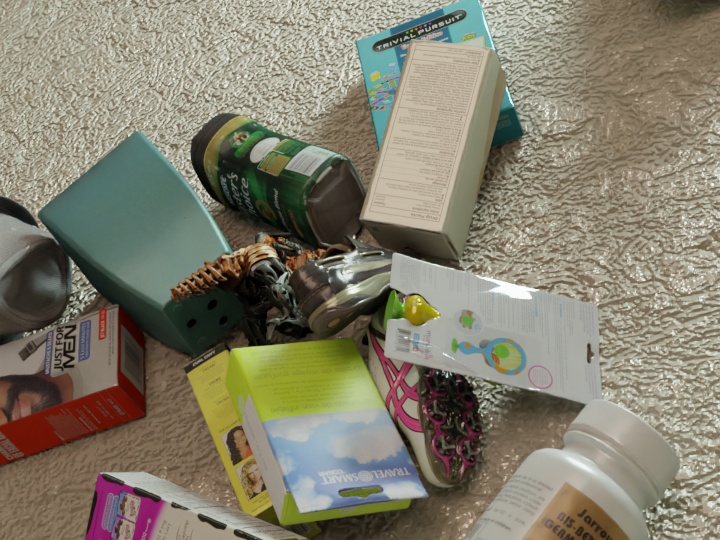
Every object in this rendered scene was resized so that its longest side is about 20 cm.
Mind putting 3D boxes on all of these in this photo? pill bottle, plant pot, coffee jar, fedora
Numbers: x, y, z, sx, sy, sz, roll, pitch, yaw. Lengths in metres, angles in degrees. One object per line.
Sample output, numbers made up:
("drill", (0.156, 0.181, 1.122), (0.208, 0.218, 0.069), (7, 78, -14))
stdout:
("pill bottle", (0.156, 0.204, 1.052), (0.114, 0.115, 0.200), (26, 67, 40))
("plant pot", (-0.205, -0.016, 1.406), (0.141, 0.142, 0.200), (-41, 49, -11))
("coffee jar", (-0.091, -0.097, 1.441), (0.199, 0.105, 0.085), (25, 63, 40))
("fedora", (-0.374, 0.010, 1.433), (0.090, 0.200, 0.178), (7, 93, 26))

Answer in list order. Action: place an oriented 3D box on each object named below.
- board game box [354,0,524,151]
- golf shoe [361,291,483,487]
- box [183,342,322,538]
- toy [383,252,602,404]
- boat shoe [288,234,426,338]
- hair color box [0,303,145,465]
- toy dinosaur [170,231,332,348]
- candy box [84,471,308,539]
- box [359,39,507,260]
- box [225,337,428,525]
("board game box", (0.083, -0.201, 1.482), (0.150, 0.047, 0.201), (-19, 46, 10))
("golf shoe", (0.052, 0.115, 1.224), (0.092, 0.072, 0.201), (-44, 42, 33))
("box", (-0.101, 0.161, 1.247), (0.050, 0.075, 0.200), (-32, 46, 0))
("toy", (0.114, 0.062, 1.204), (0.199, 0.047, 0.116), (16, 49, -12))
("boat shoe", (0.000, 0.000, 1.265), (0.074, 0.200, 0.073), (-40, 83, 25))
("hair color box", (-0.324, 0.122, 1.399), (0.199, 0.064, 0.111), (-21, 47, 11))
("toy dinosaur", (-0.090, 0.022, 1.315), (0.199, 0.102, 0.136), (-14, 64, -19))
("candy box", (-0.148, 0.263, 1.149), (0.199, 0.061, 0.137), (15, 94, 36))
("box", (0.075, -0.120, 1.350), (0.094, 0.078, 0.201), (11, 74, 21))
("box", (-0.033, 0.143, 1.180), (0.121, 0.048, 0.200), (-4, 40, -22))
